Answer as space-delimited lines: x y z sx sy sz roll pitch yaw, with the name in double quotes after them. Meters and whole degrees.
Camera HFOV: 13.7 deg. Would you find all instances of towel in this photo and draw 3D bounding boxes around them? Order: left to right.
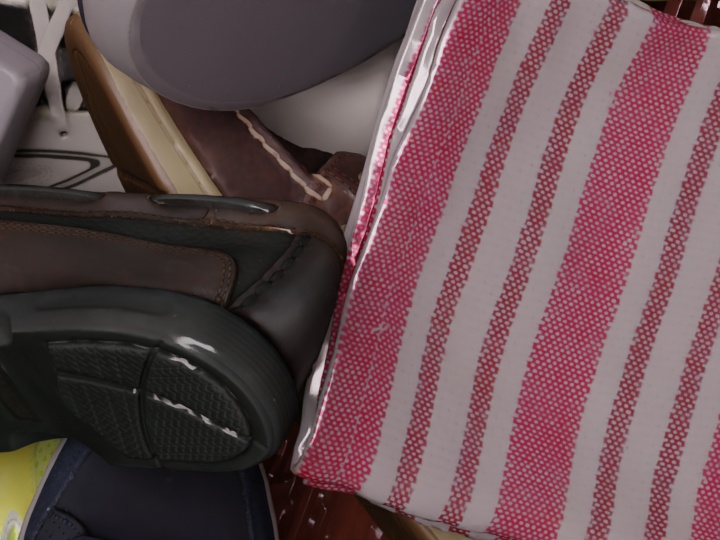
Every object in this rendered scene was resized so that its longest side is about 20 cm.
0.092 0.011 0.771 0.199 0.030 0.147 17 86 -13 "towel"

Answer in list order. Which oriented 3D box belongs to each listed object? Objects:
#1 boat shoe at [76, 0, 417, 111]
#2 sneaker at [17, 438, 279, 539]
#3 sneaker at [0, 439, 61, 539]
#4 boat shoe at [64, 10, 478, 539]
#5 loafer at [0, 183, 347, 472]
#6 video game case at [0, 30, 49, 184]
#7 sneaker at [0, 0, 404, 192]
-0.016 -0.098 0.776 0.070 0.200 0.071 34 125 23 "boat shoe"
-0.051 0.106 0.715 0.077 0.146 0.203 12 70 -8 "sneaker"
-0.084 0.134 0.813 0.090 0.078 0.201 2 87 2 "sneaker"
0.000 0.000 0.798 0.072 0.072 0.200 -39 97 -9 "boat shoe"
-0.091 0.006 0.762 0.199 0.072 0.063 8 51 32 "loafer"
-0.199 -0.019 0.834 0.182 0.022 0.200 32 116 9 "video game case"
-0.081 -0.050 0.836 0.199 0.072 0.072 1 82 11 "sneaker"
